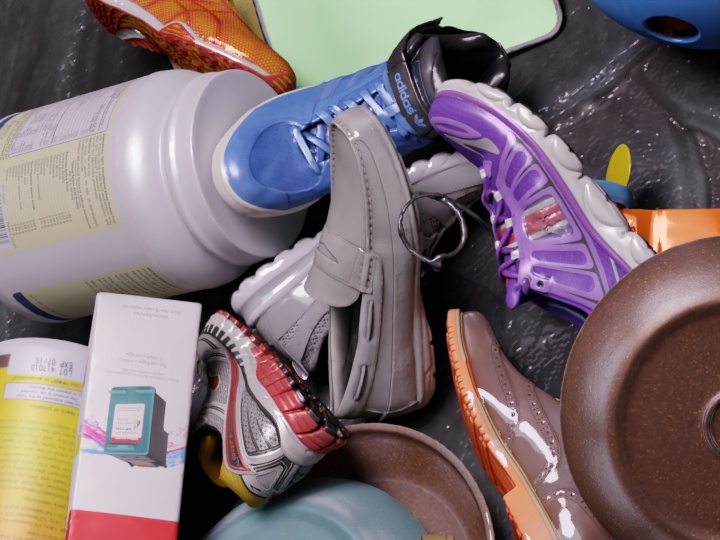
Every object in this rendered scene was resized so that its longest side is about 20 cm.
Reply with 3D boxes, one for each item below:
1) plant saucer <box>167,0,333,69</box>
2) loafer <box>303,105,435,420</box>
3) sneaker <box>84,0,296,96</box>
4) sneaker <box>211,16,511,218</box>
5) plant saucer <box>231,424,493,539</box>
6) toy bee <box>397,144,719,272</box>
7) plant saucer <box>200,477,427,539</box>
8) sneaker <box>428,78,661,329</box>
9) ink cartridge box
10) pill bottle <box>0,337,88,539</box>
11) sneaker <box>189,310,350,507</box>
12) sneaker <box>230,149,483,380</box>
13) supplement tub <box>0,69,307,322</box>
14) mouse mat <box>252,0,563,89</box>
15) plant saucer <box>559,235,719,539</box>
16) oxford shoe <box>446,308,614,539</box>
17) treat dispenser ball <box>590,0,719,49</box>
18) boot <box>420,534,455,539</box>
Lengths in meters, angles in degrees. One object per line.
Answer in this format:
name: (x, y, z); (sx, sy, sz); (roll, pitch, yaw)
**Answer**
plant saucer: (-0.064, -0.233, 1.756); (0.200, 0.048, 0.200); (-36, 53, 10)
loafer: (0.000, 0.000, 1.510); (0.069, 0.201, 0.070); (-15, 22, -17)
sneaker: (-0.109, -0.173, 1.678); (0.077, 0.073, 0.200); (-47, 54, -11)
sneaker: (0.006, -0.098, 1.549); (0.111, 0.199, 0.077); (-32, 80, 58)
plant saucer: (-0.003, 0.192, 1.494); (0.200, 0.037, 0.201); (-14, 59, 24)
toy bee: (0.134, -0.016, 1.502); (0.199, 0.109, 0.131); (24, 76, 10)
plant saucer: (-0.046, 0.209, 1.458); (0.199, 0.036, 0.201); (-14, 59, 25)
sneaker: (0.100, -0.025, 1.411); (0.083, 0.081, 0.200); (-38, 76, -3)
ink cartridge box: (-0.142, 0.128, 1.507); (0.067, 0.116, 0.201); (7, 67, -6)
pill bottle: (-0.210, 0.153, 1.602); (0.109, 0.109, 0.201); (-7, 62, 28)
sneaker: (-0.076, 0.085, 1.537); (0.082, 0.078, 0.200); (-45, 19, -1)
sneaker: (0.018, -0.008, 1.591); (0.200, 0.075, 0.082); (-36, 87, 4)
supplement tub: (-0.148, -0.050, 1.635); (0.199, 0.145, 0.146); (-12, 60, 34)
mouse mat: (0.023, -0.199, 1.661); (0.199, 0.008, 0.162); (-19, 81, 12)
plant saucer: (0.208, 0.082, 1.362); (0.199, 0.037, 0.202); (1, 97, 8)
oxford shoe: (0.106, 0.101, 1.477); (0.073, 0.071, 0.201); (-22, 60, -2)
treat dispenser ball: (0.208, -0.234, 1.496); (0.200, 0.201, 0.202); (-14, 59, 24)
boot: (0.126, 0.225, 1.356); (0.199, 0.176, 0.066); (4, 25, -1)
